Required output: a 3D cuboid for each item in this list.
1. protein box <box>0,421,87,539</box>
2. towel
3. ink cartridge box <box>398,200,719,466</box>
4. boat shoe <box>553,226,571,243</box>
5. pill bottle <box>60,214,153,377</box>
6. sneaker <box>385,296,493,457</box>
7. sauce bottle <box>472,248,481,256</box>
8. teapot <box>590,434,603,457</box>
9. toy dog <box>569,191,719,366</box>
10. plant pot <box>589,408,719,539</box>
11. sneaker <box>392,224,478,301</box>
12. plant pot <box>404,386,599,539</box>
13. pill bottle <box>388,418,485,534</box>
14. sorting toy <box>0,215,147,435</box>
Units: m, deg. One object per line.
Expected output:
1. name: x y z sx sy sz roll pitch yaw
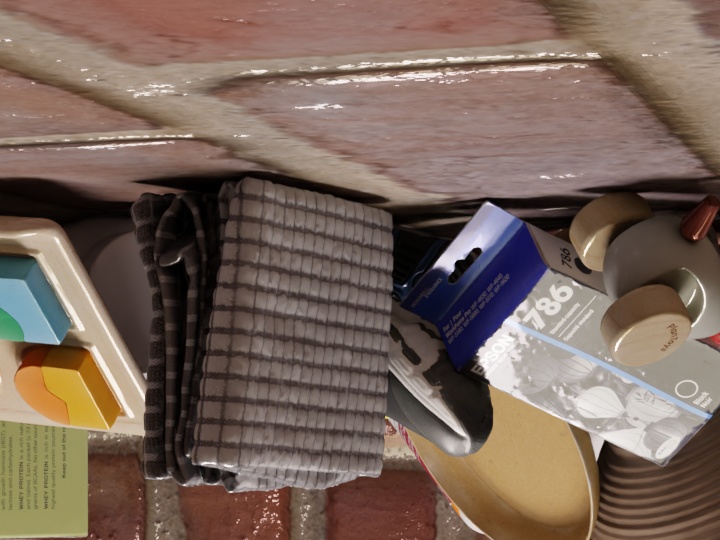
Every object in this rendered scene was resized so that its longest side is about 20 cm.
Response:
1. protein box: -0.305 0.086 1.686 0.199 0.200 0.135 2 175 -33
2. towel: -0.055 0.038 1.372 0.085 0.167 0.200 3 178 26
3. ink cartridge box: 0.131 0.041 1.474 0.199 0.039 0.100 25 125 -20
4. boat shoe: 0.111 0.032 1.607 0.070 0.071 0.200 0 160 -30
5. pill bottle: -0.166 0.025 1.504 0.112 0.113 0.200 1 176 -27
6. sneaker: -0.002 0.055 1.506 0.200 0.085 0.074 43 -157 25
7. sauce bottle: 0.072 0.014 1.733 0.066 0.066 0.200 -4 173 38
8. teapot: 0.223 0.061 1.840 0.199 0.198 0.146 -21 139 -6
9. toy dog: 0.210 0.001 1.408 0.096 0.132 0.200 -42 160 32
10. plant pot: 0.223 0.124 1.594 0.200 0.093 0.201 -25 -162 9
11. sneaker: 0.000 0.000 1.582 0.199 0.076 0.077 -1 -166 38
12. plant pot: 0.091 0.100 1.610 0.027 0.201 0.200 -30 -170 -27
13. pill bottle: 0.075 0.089 1.823 0.113 0.200 0.113 -24 144 -19
14. sorting toy: -0.217 0.035 1.396 0.184 0.037 0.200 4 143 28
